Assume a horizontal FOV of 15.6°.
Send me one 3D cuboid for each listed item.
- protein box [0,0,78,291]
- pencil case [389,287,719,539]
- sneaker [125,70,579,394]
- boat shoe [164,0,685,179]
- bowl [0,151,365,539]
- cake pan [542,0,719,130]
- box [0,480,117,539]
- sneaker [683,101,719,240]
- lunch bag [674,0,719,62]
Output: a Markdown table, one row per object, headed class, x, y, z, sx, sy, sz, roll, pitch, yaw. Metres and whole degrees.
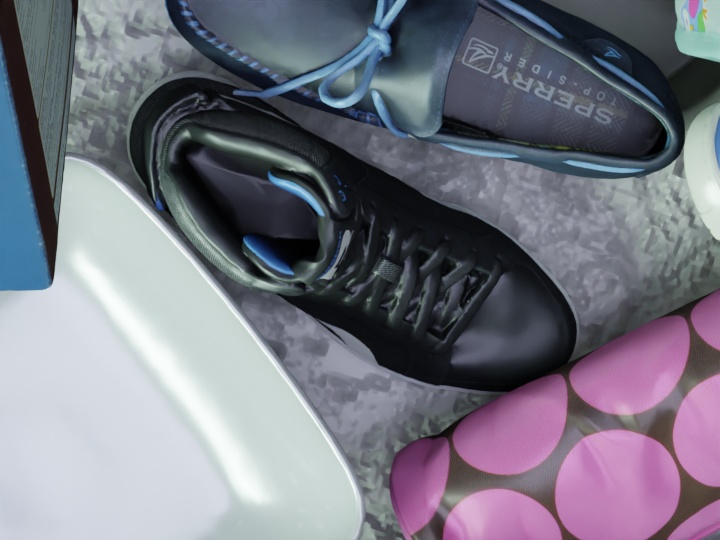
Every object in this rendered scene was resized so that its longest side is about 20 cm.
| class | x | y | z | sx | sy | sz | roll | pitch | yaw |
| --- | --- | --- | --- | --- | --- | --- | --- | --- | --- |
| protein box | -0.204 | -0.103 | 0.863 | 0.197 | 0.136 | 0.201 | -1 | 145 | 1 |
| pencil case | 0.115 | 0.070 | 1.005 | 0.199 | 0.091 | 0.094 | -28 | 79 | 12 |
| sneaker | 0.000 | 0.000 | 0.982 | 0.199 | 0.112 | 0.073 | 29 | 97 | -12 |
| boat shoe | 0.029 | -0.086 | 0.952 | 0.198 | 0.069 | 0.085 | 11 | 100 | -9 |
| bowl | -0.123 | 0.082 | 0.972 | 0.200 | 0.075 | 0.200 | -40 | 97 | -11 |
| cake pan | 0.079 | -0.144 | 1.002 | 0.199 | 0.037 | 0.202 | -1 | 101 | -7 |
| box | -0.210 | 0.129 | 1.020 | 0.199 | 0.036 | 0.144 | 19 | 98 | -12 |
| sneaker | 0.218 | -0.026 | 0.927 | 0.199 | 0.111 | 0.077 | 24 | 57 | -26 |
| lunch bag | 0.168 | -0.145 | 0.883 | 0.121 | 0.200 | 0.172 | 15 | 98 | 13 |
